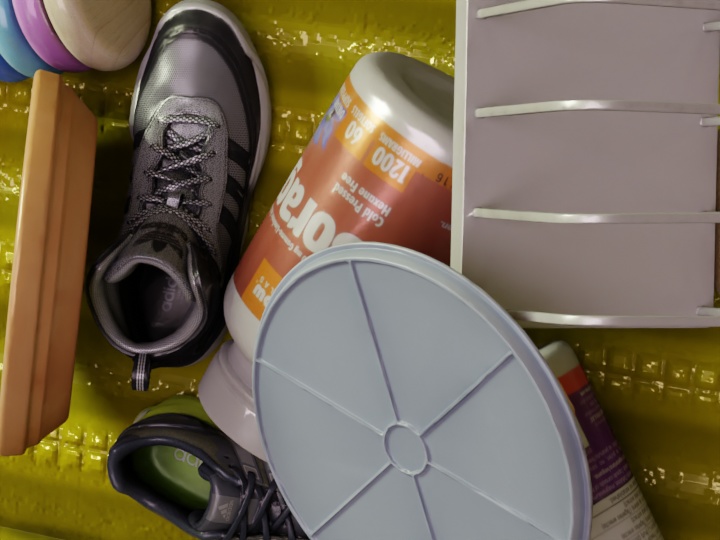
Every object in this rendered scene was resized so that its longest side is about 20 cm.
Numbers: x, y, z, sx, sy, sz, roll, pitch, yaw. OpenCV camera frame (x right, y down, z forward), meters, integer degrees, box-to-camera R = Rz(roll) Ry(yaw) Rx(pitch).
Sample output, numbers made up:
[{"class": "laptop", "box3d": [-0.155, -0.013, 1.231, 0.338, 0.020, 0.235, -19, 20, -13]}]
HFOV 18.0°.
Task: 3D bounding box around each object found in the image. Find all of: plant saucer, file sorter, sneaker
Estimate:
[{"class": "plant saucer", "box3d": [-0.162, -0.003, 1.186, 0.037, 0.200, 0.202, 6, 102, -8]}, {"class": "file sorter", "box3d": [0.129, -0.071, 1.042, 0.138, 0.124, 0.202, 0, 92, -22]}, {"class": "sneaker", "box3d": [-0.048, 0.126, 1.212, 0.199, 0.081, 0.074, 14, 104, 19]}, {"class": "sneaker", "box3d": [-0.094, -0.036, 1.180, 0.075, 0.114, 0.201, 8, 103, 4]}]

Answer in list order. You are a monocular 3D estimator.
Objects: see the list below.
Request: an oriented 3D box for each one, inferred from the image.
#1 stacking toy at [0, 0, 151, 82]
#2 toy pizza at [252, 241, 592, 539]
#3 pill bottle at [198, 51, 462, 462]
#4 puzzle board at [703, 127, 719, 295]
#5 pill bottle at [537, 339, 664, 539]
[{"class": "stacking toy", "box3d": [-0.215, -0.133, 1.244, 0.199, 0.085, 0.086, -11, 95, 29]}, {"class": "toy pizza", "box3d": [0.030, 0.078, 1.071, 0.199, 0.032, 0.201, 20, 124, 34]}, {"class": "pill bottle", "box3d": [0.000, 0.000, 1.156, 0.112, 0.112, 0.201, 35, 109, 12]}, {"class": "puzzle board", "box3d": [0.235, -0.047, 1.060, 0.151, 0.017, 0.201, 56, 129, 33]}, {"class": "pill bottle", "box3d": [0.097, 0.147, 1.143, 0.111, 0.111, 0.201, -26, 89, 23]}]
